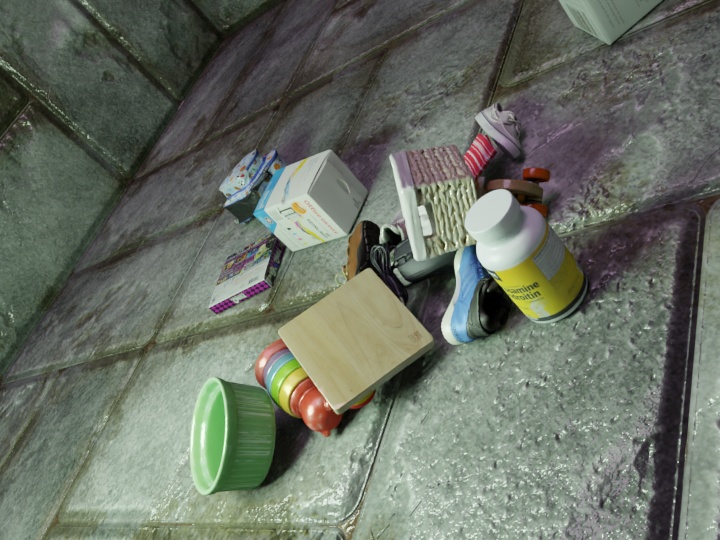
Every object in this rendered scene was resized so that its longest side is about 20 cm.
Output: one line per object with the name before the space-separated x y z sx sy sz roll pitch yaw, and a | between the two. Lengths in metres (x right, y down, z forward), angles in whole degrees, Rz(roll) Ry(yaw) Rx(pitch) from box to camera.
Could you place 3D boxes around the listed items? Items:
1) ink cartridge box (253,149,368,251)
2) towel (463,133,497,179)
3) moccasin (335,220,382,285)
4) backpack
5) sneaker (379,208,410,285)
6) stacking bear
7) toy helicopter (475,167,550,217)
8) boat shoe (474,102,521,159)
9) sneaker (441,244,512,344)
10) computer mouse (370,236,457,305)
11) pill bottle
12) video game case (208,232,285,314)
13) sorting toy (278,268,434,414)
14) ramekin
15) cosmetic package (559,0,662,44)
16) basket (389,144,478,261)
ink cartridge box | -0.114 -0.159 1.863 0.199 0.147 0.146 -14 42 44
towel | 0.185 -0.168 1.541 0.201 0.022 0.145 -52 13 18
moccasin | -0.001 0.000 1.518 0.078 0.073 0.203 -42 41 42
backpack | -0.278 -0.238 2.184 0.199 0.155 0.191 -10 34 50
sneaker | 0.080 -0.069 1.548 0.078 0.099 0.201 -32 32 23
stacking bear | -0.097 0.212 1.422 0.200 0.113 0.123 36 120 49
toy helicopter | 0.237 -0.135 1.418 0.200 0.131 0.080 176 100 -73
boat shoe | 0.284 -0.282 1.585 0.066 0.072 0.200 -43 21 14
sneaker | 0.202 0.021 1.297 0.111 0.077 0.201 -18 43 49
computer mouse | 0.120 -0.026 1.423 0.198 0.053 0.140 -22 62 4
pill bottle | 0.240 -0.022 1.179 0.111 0.200 0.113 -32 31 22
video game case | -0.277 0.002 1.988 0.199 0.036 0.182 -26 35 32
sorting toy | -0.005 0.127 1.363 0.198 0.070 0.200 -34 51 -10
ramekin | -0.226 0.294 1.425 0.200 0.097 0.202 -28 58 57
cosmetic package | 0.498 -0.590 1.584 0.200 0.165 0.165 -40 31 9
basket | 0.128 -0.124 1.363 0.122 0.137 0.200 -13 25 2
